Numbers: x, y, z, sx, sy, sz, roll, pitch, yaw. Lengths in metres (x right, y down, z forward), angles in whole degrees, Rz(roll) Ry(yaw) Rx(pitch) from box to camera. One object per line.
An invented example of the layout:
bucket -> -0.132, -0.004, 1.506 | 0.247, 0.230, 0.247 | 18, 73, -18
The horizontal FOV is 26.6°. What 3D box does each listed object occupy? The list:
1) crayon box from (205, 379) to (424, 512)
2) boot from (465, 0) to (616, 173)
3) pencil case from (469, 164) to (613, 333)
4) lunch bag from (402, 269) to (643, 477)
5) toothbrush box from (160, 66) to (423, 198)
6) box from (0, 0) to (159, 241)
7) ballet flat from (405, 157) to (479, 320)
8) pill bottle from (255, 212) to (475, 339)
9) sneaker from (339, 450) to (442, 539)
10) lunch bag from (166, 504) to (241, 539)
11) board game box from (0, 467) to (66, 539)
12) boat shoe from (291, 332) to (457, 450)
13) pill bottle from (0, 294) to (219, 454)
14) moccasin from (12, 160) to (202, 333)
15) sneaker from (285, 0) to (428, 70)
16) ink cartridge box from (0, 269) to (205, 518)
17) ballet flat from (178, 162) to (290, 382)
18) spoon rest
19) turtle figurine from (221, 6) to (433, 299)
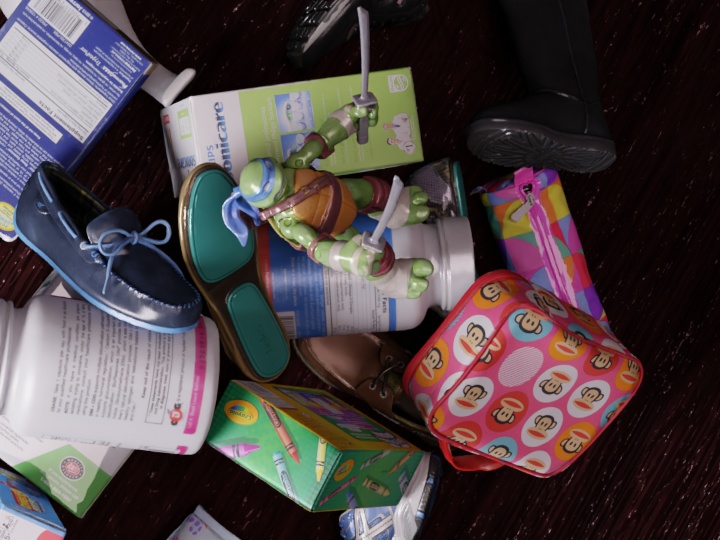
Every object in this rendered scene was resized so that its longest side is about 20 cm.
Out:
crayon box -> -0.036, 0.151, 1.314 | 0.118, 0.200, 0.059 | 30, 95, 23
boot -> 0.152, -0.197, 1.404 | 0.163, 0.065, 0.202 | 8, 66, -35
pencil case -> 0.177, -0.006, 1.455 | 0.088, 0.088, 0.202 | -25, 100, -15
lunch bag -> 0.139, 0.107, 1.363 | 0.199, 0.082, 0.177 | 27, 107, -39
toothbrush box -> -0.063, -0.120, 1.339 | 0.198, 0.145, 0.087 | -11, 95, -16
box -> -0.279, -0.138, 1.296 | 0.121, 0.032, 0.200 | 40, 98, -1
ballet flat -> 0.083, -0.003, 1.441 | 0.071, 0.072, 0.203 | -17, 97, -16
pill bottle -> 0.000, 0.000, 1.359 | 0.197, 0.112, 0.114 | -5, 94, -3
sneaker -> 0.015, 0.258, 1.429 | 0.076, 0.076, 0.202 | 18, 89, 10
lunch bag -> -0.127, 0.336, 1.346 | 0.200, 0.127, 0.170 | 43, 78, 6
board game box -> -0.319, 0.273, 1.247 | 0.055, 0.196, 0.202 | 27, 84, -16
boat shoe -> 0.028, 0.098, 1.418 | 0.199, 0.068, 0.072 | 31, 83, -16
pill bottle -> -0.220, 0.081, 1.225 | 0.198, 0.113, 0.115 | 9, 90, -17
moccasin -> -0.207, -0.021, 1.222 | 0.199, 0.080, 0.069 | 31, 115, 21
sneaker -> 0.019, -0.247, 1.401 | 0.088, 0.076, 0.200 | 43, 80, -21
ink cartridge box -> -0.240, 0.086, 1.322 | 0.146, 0.084, 0.201 | 41, 80, -14
ballet flat -> -0.116, 0.002, 1.264 | 0.068, 0.063, 0.202 | -28, 116, -25
spoon rest -> -0.231, -0.216, 1.331 | 0.200, 0.061, 0.100 | 41, 79, 1
turtle figurine -> 0.011, -0.059, 1.205 | 0.200, 0.144, 0.193 | -45, 145, 12
